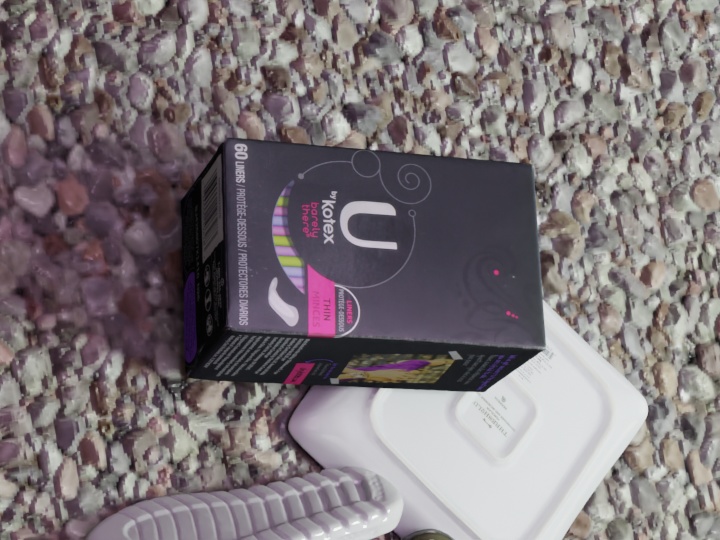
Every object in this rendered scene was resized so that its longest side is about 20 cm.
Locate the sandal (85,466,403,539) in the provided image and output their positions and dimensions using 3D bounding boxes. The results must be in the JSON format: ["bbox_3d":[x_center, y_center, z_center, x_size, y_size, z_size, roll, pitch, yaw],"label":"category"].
[{"bbox_3d":[-0.064,0.166,1.332,0.202,0.082,0.050,-9,119,-25],"label":"sandal"}]

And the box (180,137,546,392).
[{"bbox_3d":[0.000,0.000,1.357,0.199,0.106,0.123,3,71,-19],"label":"box"}]

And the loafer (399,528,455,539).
[{"bbox_3d":[0.019,0.246,1.351,0.075,0.070,0.200,35,66,-17],"label":"loafer"}]

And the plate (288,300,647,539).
[{"bbox_3d":[0.080,0.092,1.444,0.200,0.032,0.200,44,62,-12],"label":"plate"}]
